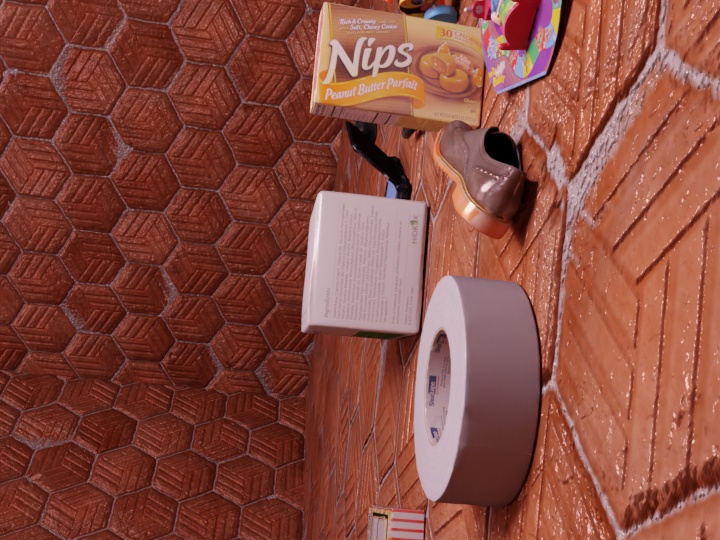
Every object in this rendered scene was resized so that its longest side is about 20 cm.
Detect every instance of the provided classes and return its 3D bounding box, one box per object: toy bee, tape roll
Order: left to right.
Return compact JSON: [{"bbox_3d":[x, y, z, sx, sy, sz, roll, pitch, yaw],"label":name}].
[{"bbox_3d":[0.081,-0.383,1.075,0.201,0.106,0.133,96,168,-59],"label":"toy bee"},{"bbox_3d":[0.100,0.108,0.710,0.200,0.065,0.205,-174,90,-84],"label":"tape roll"}]

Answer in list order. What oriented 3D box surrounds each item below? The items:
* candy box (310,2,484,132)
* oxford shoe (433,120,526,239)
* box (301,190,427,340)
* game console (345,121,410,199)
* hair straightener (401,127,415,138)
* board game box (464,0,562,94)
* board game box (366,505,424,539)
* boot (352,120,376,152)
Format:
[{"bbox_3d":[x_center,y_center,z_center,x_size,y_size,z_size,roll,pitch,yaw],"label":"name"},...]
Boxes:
[{"bbox_3d":[0.044,-0.232,0.906,0.055,0.195,0.118,151,125,-81],"label":"candy box"},{"bbox_3d":[0.123,-0.109,0.761,0.074,0.070,0.201,-58,23,26],"label":"oxford shoe"},{"bbox_3d":[0.000,0.000,1.208,0.199,0.167,0.205,136,140,-80],"label":"box"},{"bbox_3d":[0.021,-0.157,1.404,0.201,0.114,0.179,-99,16,-67],"label":"game console"},{"bbox_3d":[0.094,-0.261,1.235,0.200,0.040,0.079,131,145,-86],"label":"hair straightener"},{"bbox_3d":[0.128,-0.253,0.721,0.200,0.038,0.162,-156,61,-79],"label":"board game box"},{"bbox_3d":[0.041,0.399,1.045,0.200,0.045,0.155,118,157,-73],"label":"board game box"},{"bbox_3d":[0.006,-0.390,1.997,0.166,0.064,0.204,106,164,-64],"label":"boot"}]
